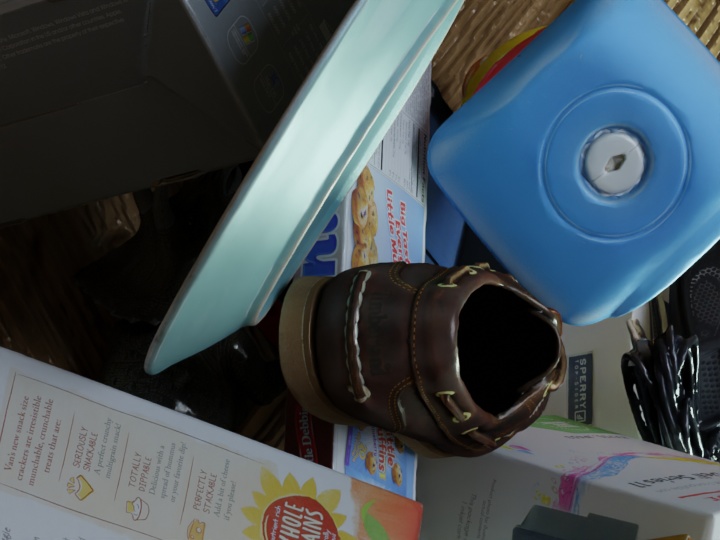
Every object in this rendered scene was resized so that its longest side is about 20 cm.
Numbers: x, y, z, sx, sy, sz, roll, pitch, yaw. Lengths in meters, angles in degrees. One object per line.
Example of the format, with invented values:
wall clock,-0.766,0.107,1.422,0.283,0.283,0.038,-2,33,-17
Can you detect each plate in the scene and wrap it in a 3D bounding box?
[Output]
plate,-0.009,-0.044,0.970,0.026,0.200,0.200,33,42,1

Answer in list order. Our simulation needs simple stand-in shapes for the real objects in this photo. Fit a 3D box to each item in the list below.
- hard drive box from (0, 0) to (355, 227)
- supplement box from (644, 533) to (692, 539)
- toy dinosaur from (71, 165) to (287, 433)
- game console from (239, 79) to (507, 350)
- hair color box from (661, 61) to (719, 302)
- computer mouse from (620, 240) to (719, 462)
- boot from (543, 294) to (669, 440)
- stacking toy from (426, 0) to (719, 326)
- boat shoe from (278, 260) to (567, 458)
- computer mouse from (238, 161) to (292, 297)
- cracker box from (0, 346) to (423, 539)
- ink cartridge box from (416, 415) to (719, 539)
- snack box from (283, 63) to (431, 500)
hard drive box,-0.069,-0.108,1.031,0.077,0.155,0.200,60,38,-23
supplement box,0.056,0.225,1.062,0.198,0.199,0.133,61,38,-22
toy dinosaur,-0.067,0.060,1.071,0.102,0.077,0.201,18,68,-38
game console,0.009,-0.018,1.226,0.200,0.031,0.177,51,43,-34
hair color box,0.194,-0.001,1.425,0.060,0.100,0.201,8,73,-56
computer mouse,0.158,0.030,1.307,0.200,0.052,0.139,-60,139,-44
boot,0.115,0.089,1.308,0.090,0.072,0.201,41,52,-54
stacking toy,0.078,-0.061,1.212,0.110,0.116,0.200,48,-1,-17
boat shoe,0.040,0.033,1.065,0.200,0.070,0.071,4,80,-68
computer mouse,-0.006,0.024,1.133,0.059,0.034,0.201,-12,89,-58
cracker box,-0.087,0.111,0.947,0.199,0.058,0.135,22,58,-17
ink cartridge box,0.118,0.110,1.149,0.117,0.199,0.068,1,100,-51
snack box,0.000,0.000,1.097,0.072,0.024,0.201,34,54,-59
